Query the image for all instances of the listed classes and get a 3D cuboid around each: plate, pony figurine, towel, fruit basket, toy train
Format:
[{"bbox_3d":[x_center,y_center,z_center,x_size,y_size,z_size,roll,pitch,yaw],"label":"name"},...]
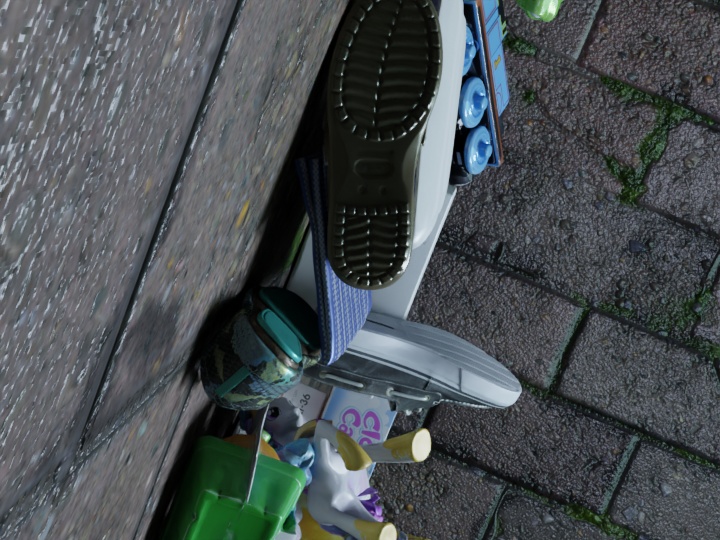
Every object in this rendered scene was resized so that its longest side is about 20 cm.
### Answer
[{"bbox_3d":[0.042,-0.116,0.944,0.200,0.032,0.201,-159,-104,-80],"label":"plate"},{"bbox_3d":[-0.026,0.190,1.064,0.166,0.200,0.194,-21,115,-38],"label":"pony figurine"},{"bbox_3d":[-0.019,-0.019,0.928,0.200,0.024,0.146,-46,130,-79],"label":"towel"},{"bbox_3d":[-0.095,0.184,0.958,0.200,0.093,0.186,-70,-178,-78],"label":"fruit basket"},{"bbox_3d":[0.091,-0.179,1.158,0.114,0.086,0.201,-53,142,-38],"label":"toy train"}]

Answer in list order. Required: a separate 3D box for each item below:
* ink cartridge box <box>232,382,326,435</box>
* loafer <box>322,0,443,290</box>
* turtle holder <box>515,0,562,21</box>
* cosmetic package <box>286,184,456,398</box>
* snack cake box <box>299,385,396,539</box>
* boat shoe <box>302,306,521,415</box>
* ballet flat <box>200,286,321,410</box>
[{"bbox_3d":[-0.091,0.179,1.206,0.200,0.067,0.117,108,5,-57],"label":"ink cartridge box"},{"bbox_3d":[0.007,-0.089,0.824,0.067,0.076,0.201,-158,-102,-81],"label":"loafer"},{"bbox_3d":[0.159,-0.344,1.164,0.132,0.141,0.186,-27,143,-54],"label":"turtle holder"},{"bbox_3d":[0.000,0.000,1.117,0.081,0.112,0.201,-52,166,-78],"label":"cosmetic package"},{"bbox_3d":[-0.021,0.186,1.228,0.115,0.067,0.201,-60,171,-77],"label":"snack cake box"},{"bbox_3d":[0.040,0.086,1.066,0.072,0.199,0.071,-107,-140,-66],"label":"boat shoe"},{"bbox_3d":[-0.069,0.053,0.835,0.200,0.074,0.075,-18,130,-84],"label":"ballet flat"}]
